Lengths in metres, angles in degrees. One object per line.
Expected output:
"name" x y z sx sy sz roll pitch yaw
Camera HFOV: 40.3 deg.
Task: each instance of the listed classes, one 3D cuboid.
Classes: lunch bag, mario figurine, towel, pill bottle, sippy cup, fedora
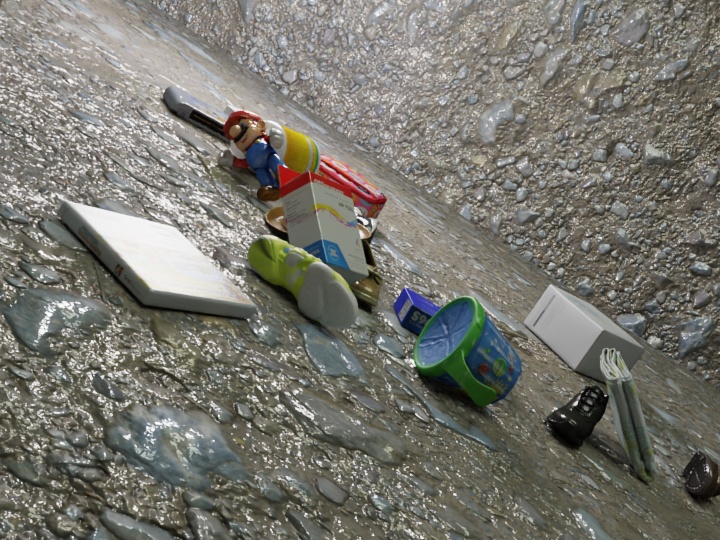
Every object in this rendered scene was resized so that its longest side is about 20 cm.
"lunch bag" -0.046 -0.188 2.262 0.199 0.083 0.176 35 16 11
"mario figurine" -0.209 -0.228 1.862 0.201 0.122 0.107 57 -15 29
"towel" 0.475 0.255 1.756 0.171 0.047 0.203 -61 135 -76
"pill bottle" -0.178 -0.248 2.044 0.113 0.114 0.199 40 14 29
"sippy cup" 0.170 0.131 1.485 0.130 0.179 0.139 40 -35 -20
"fedora" -0.070 -0.108 1.727 0.197 0.083 0.201 9 16 -3

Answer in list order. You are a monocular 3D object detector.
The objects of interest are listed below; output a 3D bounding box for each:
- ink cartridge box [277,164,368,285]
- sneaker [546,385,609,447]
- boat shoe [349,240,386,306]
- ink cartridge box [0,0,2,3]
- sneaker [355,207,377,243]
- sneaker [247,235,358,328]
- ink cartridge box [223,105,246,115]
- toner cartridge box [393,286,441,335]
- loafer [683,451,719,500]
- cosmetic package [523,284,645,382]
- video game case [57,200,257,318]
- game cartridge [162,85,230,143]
"ink cartridge box" -0.062 -0.081 1.580 0.116 0.067 0.203 17 55 -52
"sneaker" 0.378 0.239 1.677 0.076 0.091 0.200 38 14 15
"boat shoe" 0.000 0.000 1.671 0.073 0.063 0.200 29 13 -21
"ink cartridge box" -0.591 -0.427 1.530 0.200 0.163 0.050 42 17 34
"sneaker" -0.030 -0.089 1.952 0.084 0.075 0.200 22 7 -22
"sneaker" -0.067 0.013 1.416 0.199 0.076 0.105 38 12 22
"ink cartridge box" -0.234 -0.315 2.323 0.199 0.045 0.094 40 15 23
"toner cartridge box" 0.154 0.107 1.710 0.198 0.043 0.095 31 13 -15
"loafer" 0.668 0.395 1.872 0.071 0.074 0.200 35 12 12
"cosmetic package" 0.533 0.157 2.334 0.198 0.124 0.200 22 18 -43
"video game case" -0.240 -0.010 1.177 0.182 0.023 0.199 41 13 28
"game cartridge" -0.338 -0.338 2.164 0.199 0.042 0.134 26 19 -33
